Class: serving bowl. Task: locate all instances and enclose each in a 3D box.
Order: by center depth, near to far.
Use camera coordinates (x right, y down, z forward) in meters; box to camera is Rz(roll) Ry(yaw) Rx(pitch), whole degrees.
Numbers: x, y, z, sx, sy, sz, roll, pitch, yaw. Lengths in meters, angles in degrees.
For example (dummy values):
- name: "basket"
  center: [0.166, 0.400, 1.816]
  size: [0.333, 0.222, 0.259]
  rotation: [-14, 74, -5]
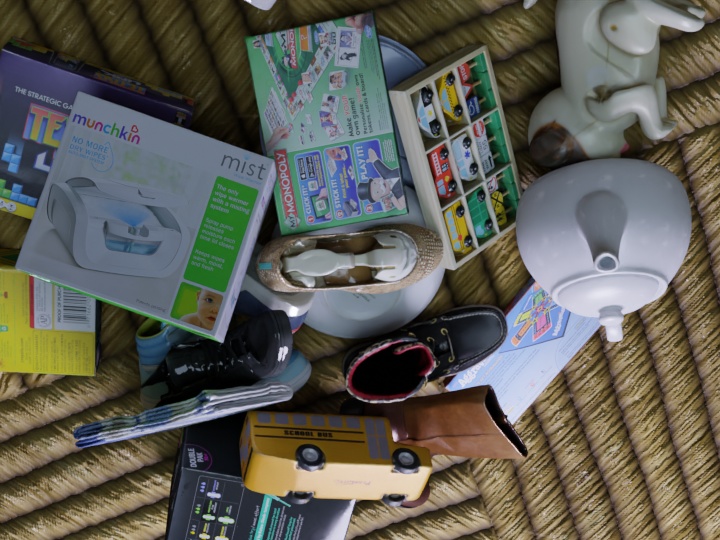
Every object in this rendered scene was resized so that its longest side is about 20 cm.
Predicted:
- name: "serving bowl"
  center: [0.000, 0.000, 1.251]
  size: [0.196, 0.066, 0.203]
  rotation: [-3, 126, -4]

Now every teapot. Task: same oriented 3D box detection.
- name: "teapot"
  center: [0.253, -0.014, 1.204]
  size: [0.197, 0.149, 0.197]
  rotation: [10, 157, -31]

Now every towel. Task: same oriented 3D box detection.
- name: "towel"
  center: [-0.182, 0.147, 1.201]
  size: [0.198, 0.146, 0.024]
  rotation: [-18, 80, 32]

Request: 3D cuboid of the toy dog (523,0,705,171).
- name: "toy dog"
  center: [0.238, -0.189, 1.175]
  size: [0.191, 0.140, 0.203]
  rotation: [19, 111, 1]

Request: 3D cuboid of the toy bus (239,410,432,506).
- name: "toy bus"
  center: [-0.026, 0.200, 1.245]
  size: [0.196, 0.079, 0.066]
  rotation: [5, 131, -16]

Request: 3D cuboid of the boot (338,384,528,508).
- name: "boot"
  center: [0.099, 0.201, 1.320]
  size: [0.197, 0.069, 0.190]
  rotation: [-9, 123, 30]

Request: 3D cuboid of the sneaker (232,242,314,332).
- name: "sneaker"
  center: [-0.136, 0.000, 1.228]
  size: [0.200, 0.075, 0.085]
  rotation: [42, 138, 20]

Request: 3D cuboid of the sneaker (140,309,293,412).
- name: "sneaker"
  center: [-0.149, 0.096, 1.185]
  size: [0.103, 0.061, 0.200]
  rotation: [-5, 161, -30]

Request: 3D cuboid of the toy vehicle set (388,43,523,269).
- name: "toy vehicle set"
  center: [0.106, -0.119, 1.215]
  size: [0.124, 0.026, 0.203]
  rotation: [-34, 119, -31]

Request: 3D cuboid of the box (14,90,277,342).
- name: "box"
  center: [-0.198, -0.048, 1.110]
  size: [0.197, 0.097, 0.179]
  rotation: [20, 84, -1]

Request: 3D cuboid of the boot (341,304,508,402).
- name: "boot"
  center: [0.070, 0.091, 1.269]
  size: [0.197, 0.151, 0.074]
  rotation: [-14, 90, 3]

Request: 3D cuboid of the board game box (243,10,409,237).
- name: "board game box"
  center: [-0.033, -0.145, 1.167]
  size: [0.132, 0.029, 0.204]
  rotation: [-9, 96, 7]

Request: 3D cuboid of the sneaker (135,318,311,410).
- name: "sneaker"
  center: [-0.158, 0.086, 1.292]
  size: [0.196, 0.080, 0.133]
  rotation: [-9, 116, -2]

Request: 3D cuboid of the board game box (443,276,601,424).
- name: "board game box"
  center: [0.196, 0.086, 1.354]
  size: [0.102, 0.020, 0.201]
  rotation: [34, 107, -19]

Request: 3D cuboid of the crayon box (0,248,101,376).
- name: "crayon box"
  center: [-0.383, 0.043, 1.268]
  size: [0.196, 0.051, 0.129]
  rotation: [4, 113, -7]

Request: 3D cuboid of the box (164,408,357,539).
- name: "box"
  center: [-0.115, 0.247, 1.326]
  size: [0.197, 0.149, 0.126]
  rotation: [11, 114, -9]

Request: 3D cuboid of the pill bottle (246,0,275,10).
- name: "pill bottle"
  center: [-0.066, -0.354, 1.087]
  size: [0.112, 0.113, 0.201]
  rotation: [33, 107, -17]

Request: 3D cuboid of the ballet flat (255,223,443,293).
- name: "ballet flat"
  center: [-0.004, -0.008, 1.161]
  size: [0.196, 0.065, 0.072]
  rotation: [-8, 93, -13]

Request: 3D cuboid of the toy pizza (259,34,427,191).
- name: "toy pizza"
  center: [-0.008, -0.152, 1.225]
  size: [0.196, 0.032, 0.204]
  rotation: [-2, 113, -5]

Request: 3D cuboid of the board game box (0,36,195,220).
- name: "board game box"
  center: [-0.287, -0.125, 1.200]
  size: [0.197, 0.057, 0.167]
  rotation: [17, 112, -12]
